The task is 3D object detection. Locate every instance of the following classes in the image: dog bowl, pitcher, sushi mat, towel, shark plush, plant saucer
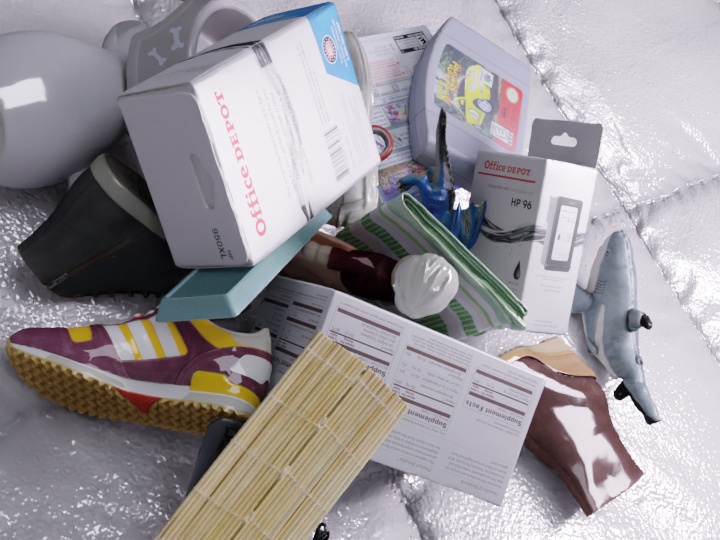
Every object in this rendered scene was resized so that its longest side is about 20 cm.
[{"bbox_3d":[-0.121,-0.145,1.005,0.200,0.058,0.203,28,58,-59],"label":"dog bowl"},{"bbox_3d":[-0.231,-0.116,0.943,0.199,0.121,0.173,-27,86,-54],"label":"pitcher"},{"bbox_3d":[-0.057,0.147,0.818,0.096,0.012,0.201,42,81,-19],"label":"sushi mat"},{"bbox_3d":[0.050,0.009,1.002,0.152,0.200,0.023,44,69,-9],"label":"towel"},{"bbox_3d":[0.271,0.061,1.203,0.090,0.083,0.202,18,54,-25],"label":"shark plush"},{"bbox_3d":[-0.089,-0.011,0.905,0.200,0.069,0.019,-52,132,-58],"label":"plant saucer"}]

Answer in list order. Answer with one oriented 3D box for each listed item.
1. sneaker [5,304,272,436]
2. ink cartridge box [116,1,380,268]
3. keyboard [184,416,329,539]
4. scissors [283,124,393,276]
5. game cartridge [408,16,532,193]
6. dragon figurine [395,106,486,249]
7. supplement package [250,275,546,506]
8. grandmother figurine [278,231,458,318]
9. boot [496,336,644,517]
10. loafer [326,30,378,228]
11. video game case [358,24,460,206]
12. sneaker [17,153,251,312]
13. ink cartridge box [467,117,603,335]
[{"bbox_3d":[-0.165,0.063,0.873,0.197,0.075,0.091,15,58,-2],"label":"sneaker"},{"bbox_3d":[-0.082,-0.110,0.911,0.200,0.083,0.146,-42,122,-48],"label":"ink cartridge box"},{"bbox_3d":[-0.080,0.219,0.837,0.126,0.021,0.203,18,84,-24],"label":"keyboard"},{"bbox_3d":[-0.042,-0.082,1.089,0.073,0.014,0.201,39,68,0],"label":"scissors"},{"bbox_3d":[0.115,-0.175,1.213,0.132,0.041,0.202,25,52,-16],"label":"game cartridge"},{"bbox_3d":[0.082,-0.049,1.098,0.099,0.202,0.059,33,24,28],"label":"dragon figurine"},{"bbox_3d":[0.017,0.095,0.934,0.198,0.155,0.112,23,85,-22],"label":"supplement package"},{"bbox_3d":[0.000,0.000,0.968,0.120,0.199,0.061,14,87,-44],"label":"grandmother figurine"},{"bbox_3d":[0.179,0.155,1.087,0.199,0.072,0.168,-15,70,-44],"label":"boot"},{"bbox_3d":[-0.023,-0.135,1.066,0.069,0.070,0.202,0,64,-8],"label":"loafer"},{"bbox_3d":[0.037,-0.159,1.201,0.199,0.045,0.183,-20,75,-41],"label":"video game case"},{"bbox_3d":[-0.182,-0.004,0.943,0.200,0.106,0.075,44,10,-41],"label":"sneaker"},{"bbox_3d":[0.159,-0.050,1.107,0.067,0.116,0.203,7,96,-30],"label":"ink cartridge box"}]
